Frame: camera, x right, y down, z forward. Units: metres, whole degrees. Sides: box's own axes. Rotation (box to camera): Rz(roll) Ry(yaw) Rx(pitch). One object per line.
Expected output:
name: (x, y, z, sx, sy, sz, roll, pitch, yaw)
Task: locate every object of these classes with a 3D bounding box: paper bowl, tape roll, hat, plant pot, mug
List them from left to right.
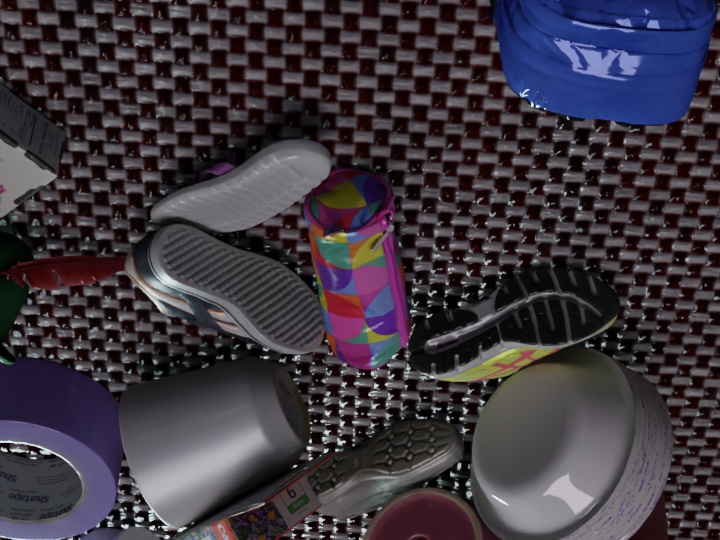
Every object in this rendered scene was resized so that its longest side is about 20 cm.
hat: (-0.321, -0.027, 1.646, 0.176, 0.166, 0.200, -49, 139, -3)
tape roll: (-0.342, 0.184, 1.838, 0.200, 0.085, 0.200, 1, 135, 1)
mug: (-0.132, 0.152, 1.780, 0.153, 0.187, 0.149, -23, 98, 13)
plant pot: (0.089, 0.314, 1.838, 0.200, 0.200, 0.179, -12, 148, 15)
paper bowl: (0.185, 0.168, 1.694, 0.201, 0.201, 0.104, -32, 136, 31)

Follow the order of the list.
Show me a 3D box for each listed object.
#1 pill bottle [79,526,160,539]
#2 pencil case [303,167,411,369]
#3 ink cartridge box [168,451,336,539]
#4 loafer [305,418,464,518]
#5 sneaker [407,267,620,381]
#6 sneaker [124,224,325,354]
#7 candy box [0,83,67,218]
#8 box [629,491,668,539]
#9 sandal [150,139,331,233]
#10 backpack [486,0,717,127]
pill bottle: (-0.297, 0.357, 1.995, 0.111, 0.111, 0.200, 32, 130, -26)
pencil case: (0.000, 0.000, 1.623, 0.088, 0.088, 0.200, -3, 138, 6)
ink cartridge box: (-0.101, 0.243, 1.752, 0.200, 0.109, 0.050, -29, 92, 48)
loafer: (0.030, 0.206, 1.853, 0.200, 0.070, 0.070, -23, 136, 35)
sneaker: (0.148, 0.056, 1.692, 0.200, 0.078, 0.090, -15, 156, 13)
sneaker: (-0.125, 0.018, 1.654, 0.200, 0.078, 0.079, 32, 152, -30)
candy box: (-0.371, -0.122, 1.537, 0.136, 0.061, 0.200, -31, 126, 30)
box: (0.231, 0.267, 1.803, 0.128, 0.200, 0.109, -22, 130, 25)
sandal: (-0.100, -0.079, 1.576, 0.203, 0.050, 0.082, -19, 148, 38)
backpack: (0.174, -0.211, 1.310, 0.162, 0.200, 0.168, 4, 136, 0)
